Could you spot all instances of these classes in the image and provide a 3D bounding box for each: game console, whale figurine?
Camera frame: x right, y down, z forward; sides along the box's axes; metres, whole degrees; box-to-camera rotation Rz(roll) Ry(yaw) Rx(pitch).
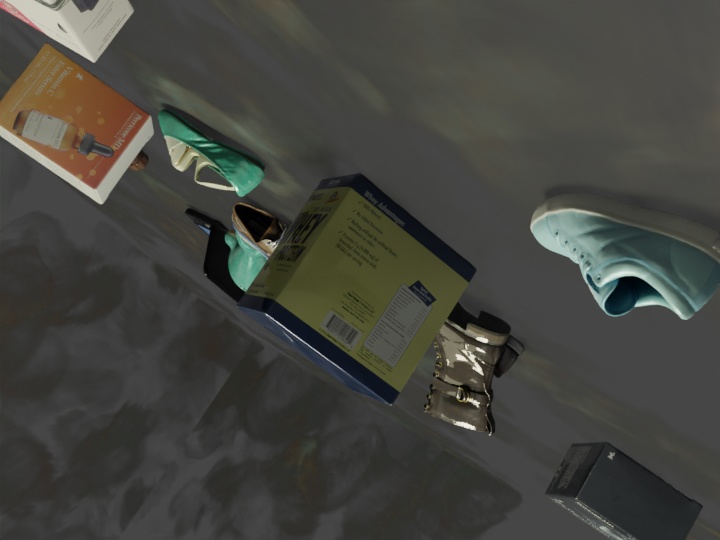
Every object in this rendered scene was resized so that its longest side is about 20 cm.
[{"bbox_3d":[-0.295,-0.018,2.072,0.176,0.117,0.200,24,164,40],"label":"game console"},{"bbox_3d":[-0.198,-0.017,1.832,0.159,0.104,0.200,33,169,9],"label":"whale figurine"}]

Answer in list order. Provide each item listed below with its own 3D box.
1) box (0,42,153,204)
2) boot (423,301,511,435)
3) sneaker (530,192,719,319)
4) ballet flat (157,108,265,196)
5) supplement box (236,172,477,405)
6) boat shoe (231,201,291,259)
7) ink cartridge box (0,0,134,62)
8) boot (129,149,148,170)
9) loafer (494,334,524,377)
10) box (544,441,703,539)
[{"bbox_3d":[-0.452,-0.230,1.539,0.200,0.153,0.106,34,168,-3],"label":"box"},{"bbox_3d":[0.116,0.129,1.379,0.199,0.175,0.069,26,-153,29],"label":"boot"},{"bbox_3d":[0.201,-0.009,0.797,0.074,0.082,0.200,41,167,-30],"label":"sneaker"},{"bbox_3d":[-0.229,-0.164,1.392,0.200,0.071,0.067,30,169,20],"label":"ballet flat"},{"bbox_3d":[-0.005,0.021,1.199,0.200,0.200,0.134,38,168,-19],"label":"supplement box"},{"bbox_3d":[-0.140,-0.048,1.622,0.200,0.072,0.072,30,167,20],"label":"boat shoe"},{"bbox_3d":[-0.339,-0.324,1.001,0.144,0.085,0.200,31,168,13],"label":"ink cartridge box"},{"bbox_3d":[-0.498,-0.261,1.762,0.186,0.064,0.200,14,165,23],"label":"boot"},{"bbox_3d":[0.157,0.107,1.448,0.072,0.063,0.200,39,168,-31],"label":"loafer"},{"bbox_3d":[0.455,0.403,1.711,0.196,0.118,0.200,34,168,2],"label":"box"}]
